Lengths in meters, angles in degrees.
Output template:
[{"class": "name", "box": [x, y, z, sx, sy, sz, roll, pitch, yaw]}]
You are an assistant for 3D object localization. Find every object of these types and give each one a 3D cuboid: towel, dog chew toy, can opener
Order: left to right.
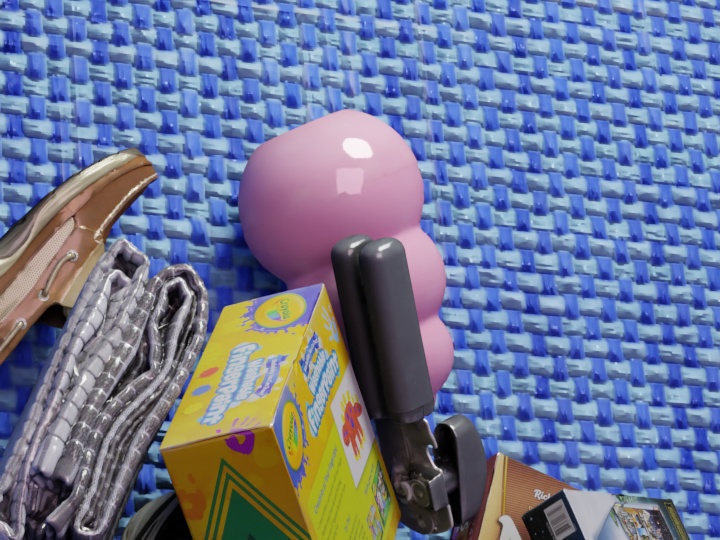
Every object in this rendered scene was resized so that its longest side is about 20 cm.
[{"class": "towel", "box": [-0.161, 0.106, 1.420, 0.085, 0.166, 0.201, 25, 57, -6]}, {"class": "dog chew toy", "box": [0.000, 0.000, 1.580, 0.124, 0.124, 0.201, -23, 90, -32]}, {"class": "can opener", "box": [0.033, 0.070, 1.528, 0.067, 0.053, 0.202, -23, 109, -38]}]

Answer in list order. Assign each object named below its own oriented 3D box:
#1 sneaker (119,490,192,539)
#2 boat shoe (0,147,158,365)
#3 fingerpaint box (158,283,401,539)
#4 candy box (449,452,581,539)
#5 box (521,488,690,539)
[{"class": "sneaker", "box": [-0.122, 0.218, 1.439, 0.075, 0.088, 0.202, 18, 63, -20]}, {"class": "boat shoe", "box": [-0.199, 0.004, 1.512, 0.200, 0.076, 0.074, -43, 95, -25]}, {"class": "fingerpaint box", "box": [-0.044, 0.126, 1.430, 0.200, 0.073, 0.168, -72, 146, -66]}, {"class": "candy box", "box": [0.151, 0.215, 1.591, 0.199, 0.056, 0.117, 27, 57, -15]}, {"class": "box", "box": [0.186, 0.234, 1.495, 0.136, 0.038, 0.201, 13, 48, -53]}]
